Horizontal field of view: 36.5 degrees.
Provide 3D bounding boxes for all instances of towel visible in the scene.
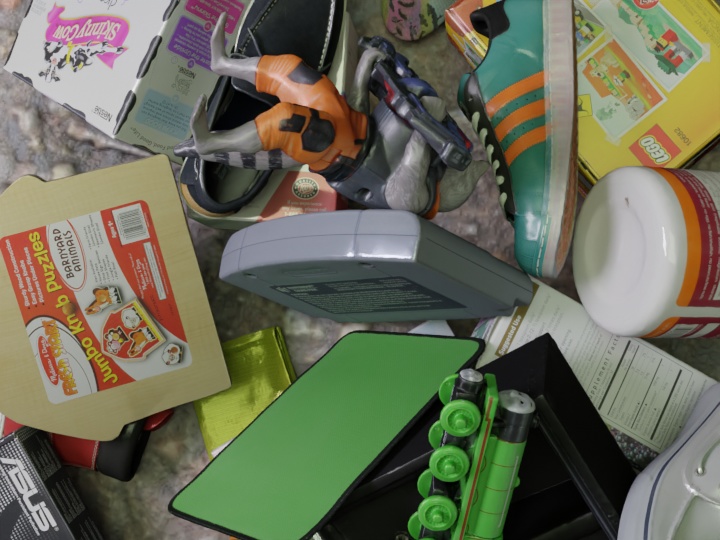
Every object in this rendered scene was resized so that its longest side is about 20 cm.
[{"bbox_3d":[-0.073,0.150,0.834,0.085,0.018,0.202,-18,82,4],"label":"towel"}]

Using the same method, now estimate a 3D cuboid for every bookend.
[{"bbox_3d":[0.084,0.180,0.700,0.199,0.092,0.200,-29,101,21],"label":"bookend"}]

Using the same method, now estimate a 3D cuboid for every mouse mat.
[{"bbox_3d":[-0.024,0.104,0.725,0.200,0.160,0.008,-43,114,-29],"label":"mouse mat"}]

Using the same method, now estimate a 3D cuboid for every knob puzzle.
[{"bbox_3d":[-0.210,0.027,0.786,0.217,0.030,0.223,-2,102,-7],"label":"knob puzzle"}]

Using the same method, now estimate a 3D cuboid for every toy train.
[{"bbox_3d":[0.056,0.149,0.623,0.056,0.042,0.202,11,112,-2],"label":"toy train"}]

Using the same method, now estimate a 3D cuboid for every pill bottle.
[{"bbox_3d":[0.251,-0.010,0.730,0.198,0.109,0.111,2,83,-23],"label":"pill bottle"}]

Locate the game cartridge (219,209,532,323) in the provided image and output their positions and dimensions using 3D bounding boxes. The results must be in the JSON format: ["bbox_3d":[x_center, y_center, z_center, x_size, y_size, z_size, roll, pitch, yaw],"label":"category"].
[{"bbox_3d":[0.000,0.000,0.735,0.199,0.132,0.041,-5,72,47],"label":"game cartridge"}]

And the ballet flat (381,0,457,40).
[{"bbox_3d":[0.076,-0.272,0.831,0.069,0.071,0.201,34,89,8],"label":"ballet flat"}]

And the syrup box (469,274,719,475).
[{"bbox_3d":[0.171,0.089,0.758,0.198,0.079,0.082,29,75,0],"label":"syrup box"}]

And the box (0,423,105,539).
[{"bbox_3d":[-0.263,0.236,0.809,0.159,0.044,0.202,-27,94,9],"label":"box"}]

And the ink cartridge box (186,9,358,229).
[{"bbox_3d":[-0.063,-0.133,0.837,0.115,0.067,0.203,4,86,8],"label":"ink cartridge box"}]

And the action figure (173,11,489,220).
[{"bbox_3d":[-0.011,-0.091,0.693,0.192,0.201,0.105,21,112,-15],"label":"action figure"}]

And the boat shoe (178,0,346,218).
[{"bbox_3d":[-0.064,-0.127,0.760,0.074,0.062,0.202,27,91,-18],"label":"boat shoe"}]

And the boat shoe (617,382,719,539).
[{"bbox_3d":[0.212,0.126,0.637,0.074,0.066,0.200,52,49,-15],"label":"boat shoe"}]

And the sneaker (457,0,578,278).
[{"bbox_3d":[0.105,-0.091,0.731,0.079,0.071,0.203,-1,70,15],"label":"sneaker"}]

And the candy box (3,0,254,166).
[{"bbox_3d":[-0.161,-0.204,0.806,0.167,0.071,0.202,30,98,38],"label":"candy box"}]

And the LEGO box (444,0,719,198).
[{"bbox_3d":[0.181,-0.155,0.803,0.149,0.077,0.201,-39,81,2],"label":"LEGO box"}]

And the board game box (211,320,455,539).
[{"bbox_3d":[0.025,0.168,0.796,0.199,0.043,0.200,-30,82,-4],"label":"board game box"}]

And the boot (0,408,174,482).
[{"bbox_3d":[-0.206,0.055,0.836,0.142,0.072,0.203,7,93,7],"label":"boot"}]
